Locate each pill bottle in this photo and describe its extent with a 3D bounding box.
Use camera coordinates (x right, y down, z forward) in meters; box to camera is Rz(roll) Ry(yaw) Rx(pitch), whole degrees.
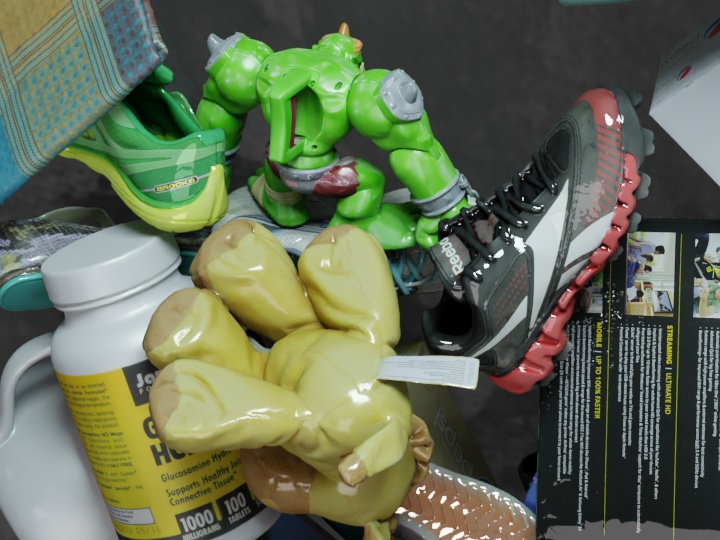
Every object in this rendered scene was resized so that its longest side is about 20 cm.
[{"bbox_3d":[-0.127,0.076,1.171,0.111,0.112,0.202,-10,109,26],"label":"pill bottle"}]

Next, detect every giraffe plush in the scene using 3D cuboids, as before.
[{"bbox_3d":[-0.021,0.085,1.107,0.198,0.173,0.163,19,148,19],"label":"giraffe plush"}]

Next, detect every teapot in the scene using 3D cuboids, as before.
[{"bbox_3d":[-0.162,0.127,1.307,0.146,0.200,0.198,-36,91,10],"label":"teapot"}]

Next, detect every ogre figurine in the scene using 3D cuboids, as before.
[{"bbox_3d":[-0.023,-0.078,1.128,0.199,0.098,0.121,32,141,36],"label":"ogre figurine"}]

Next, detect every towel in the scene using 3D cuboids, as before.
[{"bbox_3d":[-0.200,-0.133,1.135,0.199,0.148,0.022,-34,155,32],"label":"towel"}]

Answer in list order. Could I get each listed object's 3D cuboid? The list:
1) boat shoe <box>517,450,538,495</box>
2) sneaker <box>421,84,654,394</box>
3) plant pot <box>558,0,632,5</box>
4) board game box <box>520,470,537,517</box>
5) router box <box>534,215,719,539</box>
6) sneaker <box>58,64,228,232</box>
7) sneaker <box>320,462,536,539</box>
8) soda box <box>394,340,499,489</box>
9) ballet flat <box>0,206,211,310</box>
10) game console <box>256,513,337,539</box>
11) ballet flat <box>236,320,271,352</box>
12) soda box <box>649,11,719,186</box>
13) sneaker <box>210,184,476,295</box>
[{"bbox_3d":[0.194,0.133,1.248,0.199,0.069,0.057,-20,119,33],"label":"boat shoe"},{"bbox_3d":[0.095,-0.019,1.070,0.097,0.071,0.202,11,120,-25],"label":"sneaker"},{"bbox_3d":[0.160,-0.225,0.927,0.199,0.142,0.141,-25,116,41],"label":"plant pot"},{"bbox_3d":[0.191,0.209,1.239,0.199,0.045,0.135,27,135,8],"label":"board game box"},{"bbox_3d":[0.184,0.068,1.140,0.148,0.051,0.202,2,92,18],"label":"router box"},{"bbox_3d":[-0.149,-0.101,1.151,0.199,0.074,0.084,33,122,28],"label":"sneaker"},{"bbox_3d":[0.053,0.176,1.232,0.199,0.072,0.080,30,154,17],"label":"sneaker"},{"bbox_3d":[0.048,0.148,1.309,0.063,0.068,0.201,-11,123,26],"label":"soda box"},{"bbox_3d":[-0.152,-0.012,1.240,0.198,0.072,0.072,1,138,-27],"label":"ballet flat"},{"bbox_3d":[0.013,0.218,1.269,0.175,0.117,0.200,-11,139,41],"label":"game console"},{"bbox_3d":[-0.055,0.094,1.279,0.072,0.068,0.201,4,141,38],"label":"ballet flat"},{"bbox_3d":[0.256,-0.057,1.072,0.200,0.068,0.064,42,128,-16],"label":"soda box"},{"bbox_3d":[0.000,0.000,1.185,0.198,0.087,0.078,-1,126,6],"label":"sneaker"}]
